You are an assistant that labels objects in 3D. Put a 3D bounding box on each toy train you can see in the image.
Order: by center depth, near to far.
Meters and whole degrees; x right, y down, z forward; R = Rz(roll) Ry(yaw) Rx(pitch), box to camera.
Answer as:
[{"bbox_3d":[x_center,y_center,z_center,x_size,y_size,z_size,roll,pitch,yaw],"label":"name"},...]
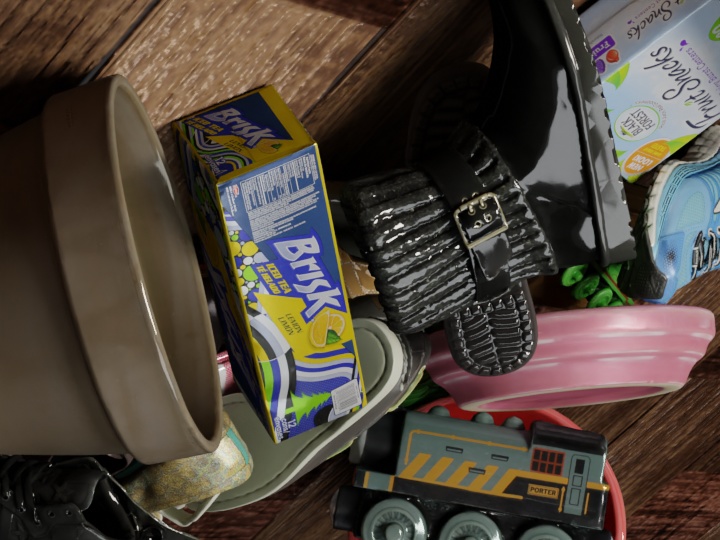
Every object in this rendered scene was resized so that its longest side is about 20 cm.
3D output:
[{"bbox_3d":[0.146,-0.016,1.499,0.056,0.042,0.200,-44,152,2],"label":"toy train"},{"bbox_3d":[0.081,0.154,1.583,0.199,0.114,0.085,10,178,4],"label":"toy train"}]

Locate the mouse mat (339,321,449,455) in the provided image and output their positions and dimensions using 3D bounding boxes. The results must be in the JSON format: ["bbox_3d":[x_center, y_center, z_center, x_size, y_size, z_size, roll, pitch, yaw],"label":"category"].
[{"bbox_3d":[0.032,0.074,1.604,0.161,0.008,0.200,-42,160,10],"label":"mouse mat"}]

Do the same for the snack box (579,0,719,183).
[{"bbox_3d":[0.212,-0.149,1.402,0.200,0.053,0.142,-37,151,12],"label":"snack box"}]

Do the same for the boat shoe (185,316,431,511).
[{"bbox_3d":[-0.038,0.096,1.471,0.201,0.072,0.061,-35,164,29],"label":"boat shoe"}]

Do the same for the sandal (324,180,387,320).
[{"bbox_3d":[0.000,0.000,1.411,0.082,0.055,0.200,-5,153,8],"label":"sandal"}]

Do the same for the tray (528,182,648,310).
[{"bbox_3d":[0.129,-0.023,1.549,0.099,0.037,0.200,-44,151,24],"label":"tray"}]

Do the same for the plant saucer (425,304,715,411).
[{"bbox_3d":[0.139,0.062,1.530,0.200,0.051,0.201,-5,173,-1],"label":"plant saucer"}]

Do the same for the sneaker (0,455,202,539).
[{"bbox_3d":[-0.192,0.134,1.359,0.104,0.060,0.200,-28,117,30],"label":"sneaker"}]

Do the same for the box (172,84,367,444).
[{"bbox_3d":[-0.050,-0.001,1.307,0.064,0.070,0.200,-22,131,-14],"label":"box"}]

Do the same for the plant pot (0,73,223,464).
[{"bbox_3d":[-0.179,0.016,1.175,0.173,0.200,0.200,-14,152,3],"label":"plant pot"}]

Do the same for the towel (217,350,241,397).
[{"bbox_3d":[-0.070,0.083,1.540,0.200,0.030,0.146,-21,152,-24],"label":"towel"}]

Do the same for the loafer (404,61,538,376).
[{"bbox_3d":[0.063,-0.035,1.384,0.073,0.071,0.200,-6,115,-1],"label":"loafer"}]

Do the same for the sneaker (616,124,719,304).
[{"bbox_3d":[0.236,-0.033,1.503,0.200,0.090,0.079,-42,153,-51],"label":"sneaker"}]

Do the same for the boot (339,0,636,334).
[{"bbox_3d":[0.060,-0.074,1.287,0.157,0.079,0.212,-14,107,1],"label":"boot"}]

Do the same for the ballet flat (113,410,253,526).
[{"bbox_3d":[-0.140,0.142,1.458,0.071,0.071,0.200,-1,159,-44],"label":"ballet flat"}]

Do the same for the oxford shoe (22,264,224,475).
[{"bbox_3d":[-0.136,0.077,1.393,0.071,0.073,0.200,28,121,-28],"label":"oxford shoe"}]

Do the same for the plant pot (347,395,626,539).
[{"bbox_3d":[0.090,0.197,1.714,0.200,0.201,0.177,-28,170,-5],"label":"plant pot"}]
